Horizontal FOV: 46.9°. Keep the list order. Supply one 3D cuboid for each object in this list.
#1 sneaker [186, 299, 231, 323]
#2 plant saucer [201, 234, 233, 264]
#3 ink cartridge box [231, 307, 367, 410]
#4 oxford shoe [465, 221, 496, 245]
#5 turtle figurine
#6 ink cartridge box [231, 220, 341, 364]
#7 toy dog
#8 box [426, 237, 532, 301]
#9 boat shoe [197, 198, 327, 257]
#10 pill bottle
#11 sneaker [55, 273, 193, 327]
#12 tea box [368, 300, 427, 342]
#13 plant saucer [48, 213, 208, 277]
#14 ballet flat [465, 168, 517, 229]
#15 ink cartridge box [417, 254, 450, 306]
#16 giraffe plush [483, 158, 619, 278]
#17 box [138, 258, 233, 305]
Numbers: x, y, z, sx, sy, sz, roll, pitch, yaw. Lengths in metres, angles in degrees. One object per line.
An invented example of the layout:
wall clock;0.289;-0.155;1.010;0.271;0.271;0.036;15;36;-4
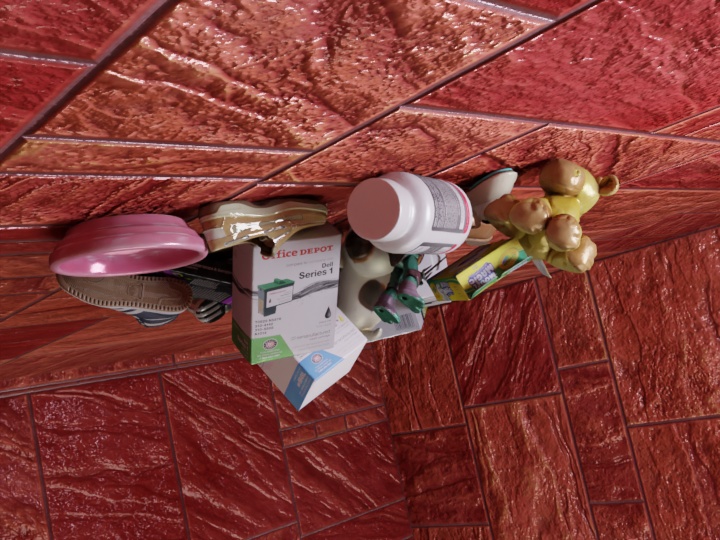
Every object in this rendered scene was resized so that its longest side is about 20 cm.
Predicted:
sneaker;-0.271;0.030;1.649;0.115;0.075;0.200;18;-147;41
plant saucer;-0.196;-0.038;1.341;0.200;0.030;0.200;-13;173;-2
ink cartridge box;-0.112;0.107;1.411;0.128;0.200;0.125;-35;165;-33
oxford shoe;0.169;-0.086;1.513;0.200;0.071;0.071;-7;143;-34
turtle figurine;0.088;-0.017;1.305;0.101;0.200;0.150;27;146;-3
ink cartridge box;-0.113;0.025;1.253;0.146;0.200;0.084;-10;-150;-26
toy dog;0.000;0.000;1.408;0.139;0.194;0.200;5;133;-20
box;0.183;0.001;1.299;0.117;0.048;0.200;-32;-175;-11
boat shoe;-0.128;-0.054;1.139;0.200;0.076;0.072;-7;171;-36
pill bottle;0.068;-0.078;1.149;0.111;0.111;0.200;-16;172;30
sneaker;-0.364;0.037;1.275;0.200;0.070;0.108;13;161;-16
tea box;0.035;0.063;1.858;0.200;0.134;0.197;-14;-165;15
plant saucer;-0.302;-0.033;1.083;0.200;0.051;0.201;-9;172;-1
ballet flat;0.190;-0.104;1.333;0.069;0.070;0.200;-8;171;-27
ink cartridge box;0.128;-0.007;1.644;0.084;0.145;0.200;-12;173;4
giraffe plush;0.306;-0.096;1.268;0.172;0.162;0.200;29;170;23
box;-0.264;0.010;1.321;0.200;0.036;0.143;13;163;-23
